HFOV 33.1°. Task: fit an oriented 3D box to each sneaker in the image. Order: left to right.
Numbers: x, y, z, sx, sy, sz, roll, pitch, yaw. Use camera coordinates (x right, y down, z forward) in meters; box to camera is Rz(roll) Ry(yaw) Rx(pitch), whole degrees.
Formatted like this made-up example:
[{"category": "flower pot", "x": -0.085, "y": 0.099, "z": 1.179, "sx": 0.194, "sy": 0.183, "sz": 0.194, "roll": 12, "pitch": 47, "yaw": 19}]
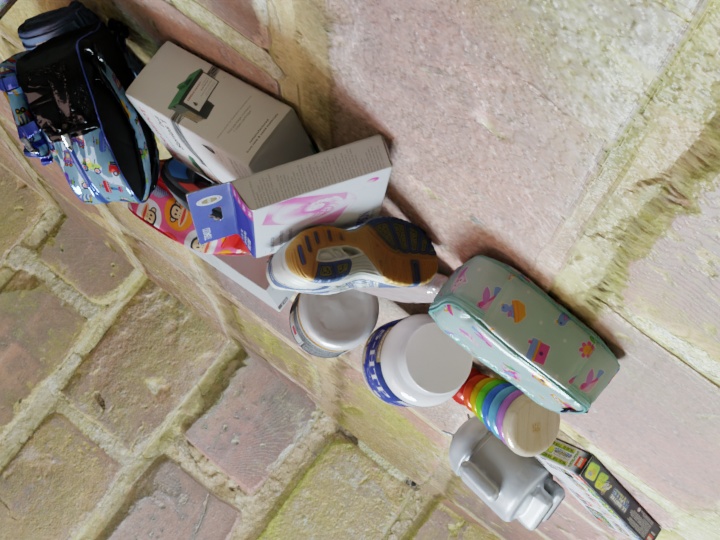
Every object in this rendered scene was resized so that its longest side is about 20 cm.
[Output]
[{"category": "sneaker", "x": -0.010, "y": -0.012, "z": 1.302, "sx": 0.198, "sy": 0.076, "sz": 0.088, "roll": 3, "pitch": 164, "yaw": -35}]

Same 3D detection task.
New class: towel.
[{"category": "towel", "x": -0.332, "y": -0.245, "z": 1.521, "sx": 0.110, "sy": 0.049, "sz": 0.200, "roll": -12, "pitch": 140, "yaw": 28}, {"category": "towel", "x": 0.000, "y": 0.000, "z": 1.442, "sx": 0.197, "sy": 0.033, "sz": 0.191, "roll": 15, "pitch": 174, "yaw": -16}]

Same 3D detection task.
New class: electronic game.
[{"category": "electronic game", "x": -0.145, "y": -0.092, "z": 1.462, "sx": 0.197, "sy": 0.042, "sz": 0.200, "roll": 20, "pitch": -161, "yaw": -7}]

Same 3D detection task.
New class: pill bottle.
[{"category": "pill bottle", "x": -0.043, "y": 0.065, "z": 1.750, "sx": 0.116, "sy": 0.117, "sz": 0.200, "roll": 38, "pitch": 167, "yaw": -3}, {"category": "pill bottle", "x": 0.076, "y": 0.119, "z": 1.599, "sx": 0.119, "sy": 0.120, "sz": 0.200, "roll": 39, "pitch": 167, "yaw": -6}]

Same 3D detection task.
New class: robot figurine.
[{"category": "robot figurine", "x": 0.213, "y": 0.296, "z": 1.830, "sx": 0.200, "sy": 0.114, "sz": 0.169, "roll": 42, "pitch": -153, "yaw": 21}]

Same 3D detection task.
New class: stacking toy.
[{"category": "stacking toy", "x": 0.182, "y": 0.180, "z": 1.632, "sx": 0.085, "sy": 0.086, "sz": 0.200, "roll": 44, "pitch": 171, "yaw": -26}]

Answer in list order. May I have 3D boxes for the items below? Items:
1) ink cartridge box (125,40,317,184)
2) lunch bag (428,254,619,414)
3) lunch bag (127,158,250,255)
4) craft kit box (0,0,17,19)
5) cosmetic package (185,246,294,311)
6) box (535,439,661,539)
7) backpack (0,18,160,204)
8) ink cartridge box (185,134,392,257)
[{"category": "ink cartridge box", "x": -0.147, "y": -0.151, "z": 1.352, "sx": 0.199, "sy": 0.085, "sz": 0.146, "roll": 30, "pitch": 165, "yaw": 29}, {"category": "lunch bag", "x": 0.169, "y": 0.074, "z": 1.278, "sx": 0.199, "sy": 0.077, "sz": 0.160, "roll": 39, "pitch": 167, "yaw": -3}, {"category": "lunch bag", "x": -0.183, "y": -0.073, "z": 1.569, "sx": 0.175, "sy": 0.083, "sz": 0.199, "roll": 33, "pitch": -162, "yaw": 26}, {"category": "craft kit box", "x": -0.386, "y": -0.291, "z": 1.264, "sx": 0.048, "sy": 0.201, "sz": 0.197, "roll": 40, "pitch": 168, "yaw": -14}, {"category": "cosmetic package", "x": -0.162, "y": -0.045, "z": 1.709, "sx": 0.199, "sy": 0.113, "sz": 0.081, "roll": 30, "pitch": 166, "yaw": 25}, {"category": "box", "x": 0.343, "y": 0.320, "z": 1.760, "sx": 0.200, "sy": 0.035, "sz": 0.110, "roll": 46, "pitch": 165, "yaw": -30}, {"category": "backpack", "x": -0.312, "y": -0.167, "z": 1.393, "sx": 0.183, "sy": 0.133, "sz": 0.202, "roll": -90, "pitch": -18, "yaw": -69}, {"category": "ink cartridge box", "x": -0.071, "y": -0.063, "z": 1.231, "sx": 0.197, "sy": 0.197, "sz": 0.044, "roll": 103, "pitch": 147, "yaw": -77}]
